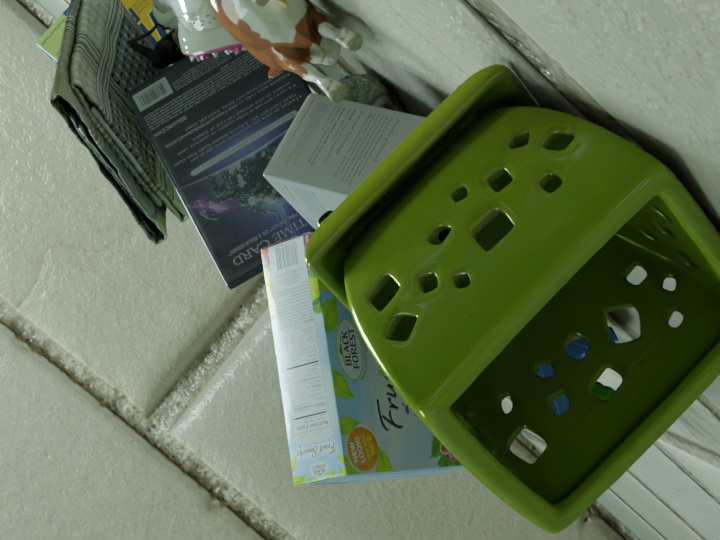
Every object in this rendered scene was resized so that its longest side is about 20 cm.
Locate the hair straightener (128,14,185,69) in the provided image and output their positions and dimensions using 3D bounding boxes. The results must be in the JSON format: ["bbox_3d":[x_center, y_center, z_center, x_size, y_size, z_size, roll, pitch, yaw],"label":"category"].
[{"bbox_3d":[-0.173,-0.231,1.677,0.041,0.077,0.200,5,-168,15],"label":"hair straightener"}]

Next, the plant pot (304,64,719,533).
[{"bbox_3d":[0.095,0.008,1.096,0.181,0.199,0.200,45,180,40],"label":"plant pot"}]

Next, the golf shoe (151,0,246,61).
[{"bbox_3d":[-0.138,-0.243,1.515,0.200,0.075,0.092,-132,27,-62],"label":"golf shoe"}]

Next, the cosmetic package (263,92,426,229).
[{"bbox_3d":[0.041,-0.056,1.327,0.200,0.081,0.113,15,160,37],"label":"cosmetic package"}]

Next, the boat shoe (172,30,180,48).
[{"bbox_3d":[-0.116,-0.182,1.689,0.200,0.076,0.072,53,-168,-52],"label":"boat shoe"}]

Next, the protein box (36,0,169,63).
[{"bbox_3d":[-0.206,-0.203,1.963,0.199,0.135,0.200,39,175,31],"label":"protein box"}]

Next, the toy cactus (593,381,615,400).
[{"bbox_3d":[0.196,0.081,1.789,0.200,0.102,0.165,42,-165,-46],"label":"toy cactus"}]

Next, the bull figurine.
[{"bbox_3d":[-0.061,-0.188,1.314,0.121,0.065,0.200,32,173,40],"label":"bull figurine"}]

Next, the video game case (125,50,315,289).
[{"bbox_3d":[-0.096,-0.104,1.535,0.200,0.143,0.019,61,-176,15],"label":"video game case"}]

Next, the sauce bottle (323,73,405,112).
[{"bbox_3d":[0.027,-0.093,1.504,0.065,0.065,0.200,38,175,30],"label":"sauce bottle"}]

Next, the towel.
[{"bbox_3d":[-0.204,-0.149,1.601,0.200,0.035,0.193,-88,-25,-45],"label":"towel"}]

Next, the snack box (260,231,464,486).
[{"bbox_3d":[0.009,0.073,1.498,0.068,0.200,0.169,-19,165,41],"label":"snack box"}]

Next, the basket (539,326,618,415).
[{"bbox_3d":[0.160,0.091,1.567,0.176,0.139,0.200,97,154,-85],"label":"basket"}]
